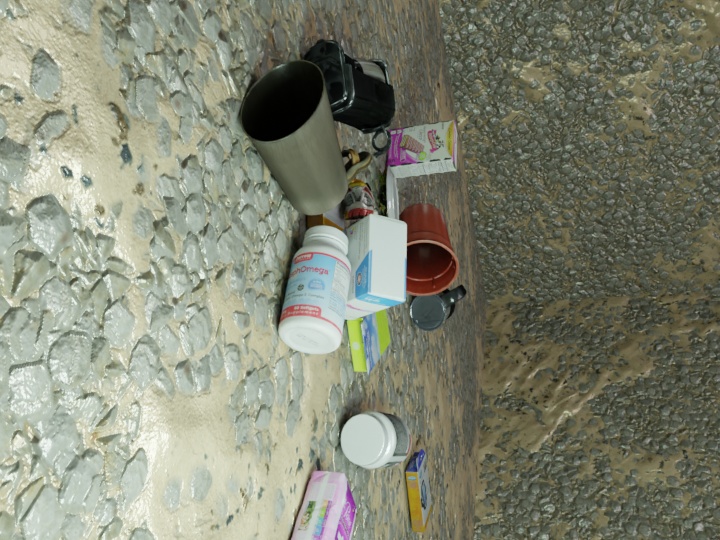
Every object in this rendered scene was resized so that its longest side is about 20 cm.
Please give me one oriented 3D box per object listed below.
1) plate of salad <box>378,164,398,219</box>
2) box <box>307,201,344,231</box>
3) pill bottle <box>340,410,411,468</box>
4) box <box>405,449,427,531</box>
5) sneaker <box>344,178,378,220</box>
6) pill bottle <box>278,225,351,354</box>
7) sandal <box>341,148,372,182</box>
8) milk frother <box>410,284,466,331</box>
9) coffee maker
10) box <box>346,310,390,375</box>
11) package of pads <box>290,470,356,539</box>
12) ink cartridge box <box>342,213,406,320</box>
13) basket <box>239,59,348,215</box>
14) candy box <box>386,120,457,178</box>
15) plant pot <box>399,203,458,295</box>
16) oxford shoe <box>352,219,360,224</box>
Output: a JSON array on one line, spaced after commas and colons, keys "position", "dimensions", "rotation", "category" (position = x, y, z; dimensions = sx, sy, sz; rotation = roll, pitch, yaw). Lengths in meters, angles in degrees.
[{"position": [0.074, -0.178, 1.646], "dimensions": [0.200, 0.047, 0.207], "rotation": [-2, 90, -82], "category": "plate of salad"}, {"position": [-0.069, -0.173, 1.218], "dimensions": [0.119, 0.040, 0.206], "rotation": [27, 59, -69], "category": "box"}, {"position": [0.034, 0.359, 1.306], "dimensions": [0.200, 0.111, 0.117], "rotation": [40, 48, -66], "category": "pill bottle"}, {"position": [0.167, 0.622, 1.760], "dimensions": [0.119, 0.040, 0.206], "rotation": [-32, 115, -70], "category": "box"}, {"position": [0.002, -0.152, 1.307], "dimensions": [0.200, 0.075, 0.085], "rotation": [-114, -159, -84], "category": "sneaker"}, {"position": [-0.073, 0.029, 1.052], "dimensions": [0.110, 0.106, 0.205], "rotation": [61, 30, -52], "category": "pill bottle"}, {"position": [-0.032, -0.201, 1.184], "dimensions": [0.055, 0.079, 0.200], "rotation": [57, 30, -12], "category": "sandal"}, {"position": [0.225, 0.066, 1.974], "dimensions": [0.200, 0.181, 0.188], "rotation": [44, 16, 10], "category": "milk frother"}, {"position": [-0.013, -0.341, 1.220], "dimensions": [0.195, 0.134, 0.199], "rotation": [60, 28, 9], "category": "coffee maker"}, {"position": [0.019, 0.144, 1.406], "dimensions": [0.200, 0.046, 0.126], "rotation": [-43, 126, -67], "category": "box"}, {"position": [-0.065, 0.460, 1.039], "dimensions": [0.202, 0.073, 0.123], "rotation": [-71, 154, -50], "category": "package of pads"}, {"position": [0.000, 0.000, 1.145], "dimensions": [0.083, 0.199, 0.149], "rotation": [10, 72, -27], "category": "ink cartridge box"}, {"position": [-0.096, -0.199, 1.001], "dimensions": [0.202, 0.132, 0.184], "rotation": [69, 26, -51], "category": "basket"}, {"position": [0.176, -0.345, 1.753], "dimensions": [0.061, 0.194, 0.140], "rotation": [56, 35, -56], "category": "candy box"}, {"position": [0.173, -0.072, 1.735], "dimensions": [0.198, 0.195, 0.204], "rotation": [-87, 162, -46], "category": "plant pot"}, {"position": [0.001, -0.046, 1.356], "dimensions": [0.200, 0.071, 0.087], "rotation": [-51, 138, -63], "category": "oxford shoe"}]
